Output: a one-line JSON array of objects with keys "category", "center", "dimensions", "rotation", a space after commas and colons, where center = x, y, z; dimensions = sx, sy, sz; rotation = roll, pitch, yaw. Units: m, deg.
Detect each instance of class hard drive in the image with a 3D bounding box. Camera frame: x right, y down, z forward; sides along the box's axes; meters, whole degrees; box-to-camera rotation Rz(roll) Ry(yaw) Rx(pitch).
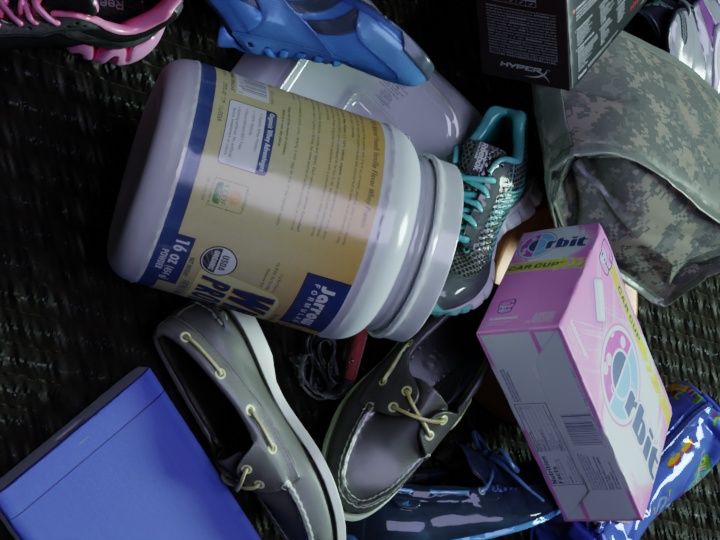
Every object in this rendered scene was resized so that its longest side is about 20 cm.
[{"category": "hard drive", "center": [-0.139, 0.184, 0.948], "dimensions": [0.132, 0.025, 0.201], "rotation": [-40, 111, -29]}]

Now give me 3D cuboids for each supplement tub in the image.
[{"category": "supplement tub", "center": [-0.048, -0.039, 0.916], "dimensions": [0.199, 0.144, 0.145], "rotation": [17, 79, -14]}]

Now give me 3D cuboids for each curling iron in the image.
[{"category": "curling iron", "center": [0.000, 0.000, 1.013], "dimensions": [0.049, 0.026, 0.201], "rotation": [14, 100, -34]}]

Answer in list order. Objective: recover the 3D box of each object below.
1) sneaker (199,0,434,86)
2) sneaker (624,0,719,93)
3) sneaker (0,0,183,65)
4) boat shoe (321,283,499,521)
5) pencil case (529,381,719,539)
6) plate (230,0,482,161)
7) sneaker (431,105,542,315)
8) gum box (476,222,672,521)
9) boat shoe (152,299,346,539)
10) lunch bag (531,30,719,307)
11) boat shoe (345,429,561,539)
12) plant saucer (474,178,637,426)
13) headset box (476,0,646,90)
[{"category": "sneaker", "center": [-0.047, -0.166, 0.976], "dimensions": [0.199, 0.066, 0.079], "rotation": [30, 89, -8]}, {"category": "sneaker", "center": [0.269, -0.223, 1.206], "dimensions": [0.139, 0.078, 0.201], "rotation": [14, 80, -34]}, {"category": "sneaker", "center": [-0.198, -0.165, 0.873], "dimensions": [0.199, 0.095, 0.080], "rotation": [-8, 95, -31]}, {"category": "boat shoe", "center": [0.040, 0.087, 1.017], "dimensions": [0.072, 0.061, 0.202], "rotation": [40, 63, -10]}, {"category": "pencil case", "center": [0.223, 0.172, 1.161], "dimensions": [0.200, 0.087, 0.078], "rotation": [-37, 76, -30]}, {"category": "plate", "center": [-0.007, -0.097, 1.041], "dimensions": [0.199, 0.032, 0.201], "rotation": [42, 67, -26]}, {"category": "sneaker", "center": [0.075, -0.049, 1.034], "dimensions": [0.200, 0.077, 0.092], "rotation": [-58, 155, -46]}, {"category": "gum box", "center": [0.164, 0.081, 1.054], "dimensions": [0.201, 0.066, 0.114], "rotation": [63, 37, -29]}, {"category": "boat shoe", "center": [-0.075, 0.112, 0.966], "dimensions": [0.060, 0.072, 0.203], "rotation": [-30, 99, -35]}, {"category": "lunch bag", "center": [0.199, -0.094, 1.104], "dimensions": [0.200, 0.117, 0.165], "rotation": [31, 42, -32]}, {"category": "boat shoe", "center": [0.080, 0.161, 1.065], "dimensions": [0.199, 0.084, 0.069], "rotation": [-10, 97, -36]}, {"category": "plant saucer", "center": [0.153, 0.026, 1.145], "dimensions": [0.199, 0.037, 0.202], "rotation": [1, 88, -35]}, {"category": "headset box", "center": [0.140, -0.251, 0.992], "dimensions": [0.149, 0.075, 0.201], "rotation": [-49, 142, -39]}]
